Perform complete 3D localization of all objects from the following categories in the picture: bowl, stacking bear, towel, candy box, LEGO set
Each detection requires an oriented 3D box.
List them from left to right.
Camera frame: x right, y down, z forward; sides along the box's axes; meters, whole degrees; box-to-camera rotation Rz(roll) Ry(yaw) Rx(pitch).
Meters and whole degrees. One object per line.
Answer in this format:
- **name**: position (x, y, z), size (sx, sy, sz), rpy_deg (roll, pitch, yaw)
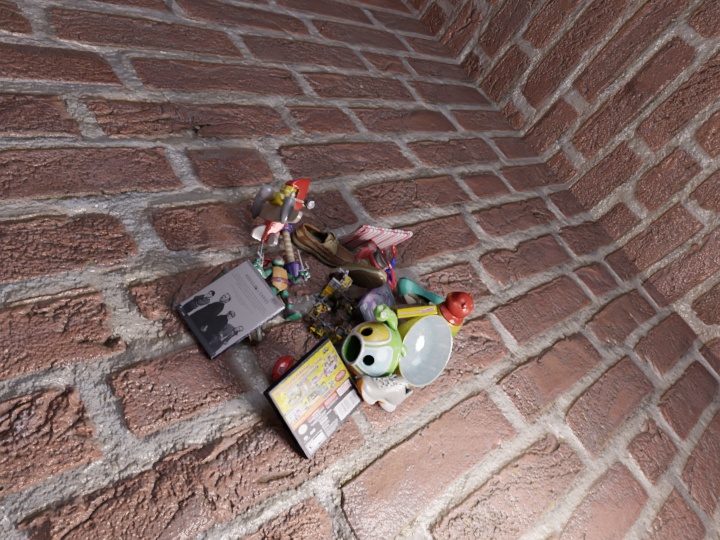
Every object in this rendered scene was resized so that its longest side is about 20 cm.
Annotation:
- **LEGO set**: position (-0.052, 0.088, 1.543), size (0.154, 0.116, 0.200), rpy_deg (43, 38, 2)
- **towel**: position (0.044, -0.102, 1.786), size (0.199, 0.146, 0.030), rpy_deg (4, 72, -38)
- **candy box**: position (0.135, 0.106, 1.563), size (0.102, 0.200, 0.027), rpy_deg (-8, 89, -5)
- **bowl**: position (0.145, 0.204, 1.588), size (0.200, 0.201, 0.108), rpy_deg (1, 10, -39)
- **stacking bear**: position (0.247, 0.134, 1.684), size (0.114, 0.200, 0.121), rpy_deg (45, 38, 5)

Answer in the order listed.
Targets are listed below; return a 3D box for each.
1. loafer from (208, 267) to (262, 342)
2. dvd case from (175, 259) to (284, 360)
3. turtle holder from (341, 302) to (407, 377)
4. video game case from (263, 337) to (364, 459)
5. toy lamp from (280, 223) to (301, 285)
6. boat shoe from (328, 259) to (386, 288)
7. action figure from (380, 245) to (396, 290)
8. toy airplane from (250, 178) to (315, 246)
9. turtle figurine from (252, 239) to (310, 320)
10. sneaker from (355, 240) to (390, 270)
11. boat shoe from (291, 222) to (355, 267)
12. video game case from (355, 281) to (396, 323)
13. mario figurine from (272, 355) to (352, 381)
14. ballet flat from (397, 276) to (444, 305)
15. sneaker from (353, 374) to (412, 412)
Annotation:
- **loafer**: position (-0.297, 0.091, 1.387), size (0.069, 0.075, 0.200), rpy_deg (-29, 74, -13)
- **dvd case**: position (-0.297, 0.086, 1.335), size (0.200, 0.025, 0.150), rpy_deg (-35, 76, -19)
- **turtle holder**: position (0.035, 0.188, 1.459), size (0.131, 0.185, 0.141), rpy_deg (13, 43, -44)
- **video game case**: position (-0.098, 0.281, 1.299), size (0.200, 0.025, 0.181), rpy_deg (-40, 109, -37)
- **toy lamp**: position (-0.197, -0.047, 1.605), size (0.058, 0.058, 0.200), rpy_deg (10, 46, -34)
- **boat shoe**: position (0.000, 0.000, 1.611), size (0.076, 0.199, 0.072), rpy_deg (-53, 129, -31)
- **action figure**: position (0.070, -0.012, 1.771), size (0.099, 0.065, 0.200), rpy_deg (55, 25, -39)
- **toy airplane**: position (-0.231, -0.165, 1.572), size (0.141, 0.199, 0.200), rpy_deg (51, 25, -33)
- **turtle figurine**: position (-0.205, 0.024, 1.494), size (0.149, 0.101, 0.201), rpy_deg (2, 67, -19)
- **sneaker**: position (0.028, -0.025, 1.698), size (0.074, 0.087, 0.200), rpy_deg (58, 1, -13)
- **boat shoe**: position (-0.101, -0.073, 1.695), size (0.199, 0.074, 0.076), rpy_deg (25, 41, -20)
- **video game case**: position (0.050, 0.109, 1.624), size (0.200, 0.019, 0.143), rpy_deg (-54, 129, -53)
- **mario figurine**: position (-0.108, 0.254, 1.344), size (0.199, 0.106, 0.124), rpy_deg (25, 30, -25)
- **ballet flat**: position (0.182, 0.089, 1.782), size (0.200, 0.067, 0.071), rpy_deg (29, 59, -34)
- **sneaker**: position (0.058, 0.278, 1.418), size (0.200, 0.092, 0.076), rpy_deg (38, 19, -55)
